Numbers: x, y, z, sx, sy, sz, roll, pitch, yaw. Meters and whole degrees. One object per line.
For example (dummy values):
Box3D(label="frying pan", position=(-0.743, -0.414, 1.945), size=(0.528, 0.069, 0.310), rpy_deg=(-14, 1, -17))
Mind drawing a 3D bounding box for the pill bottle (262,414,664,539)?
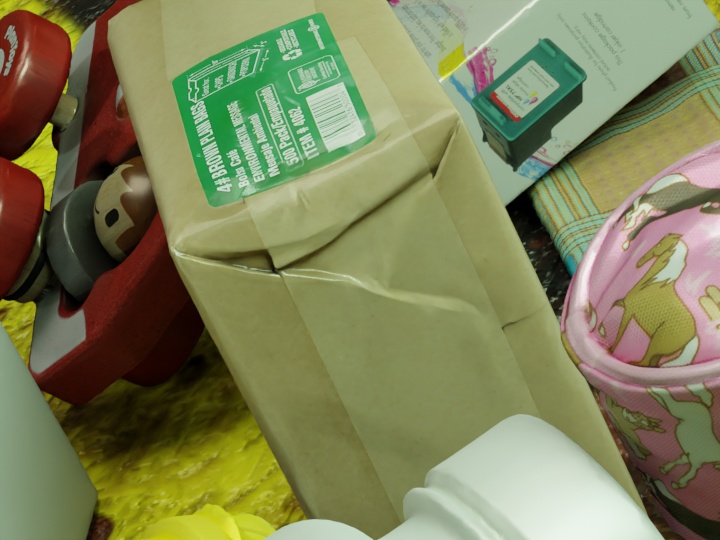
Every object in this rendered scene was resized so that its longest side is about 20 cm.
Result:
Box3D(label="pill bottle", position=(-0.012, 0.129, 0.605), size=(0.200, 0.114, 0.114), rpy_deg=(-35, 29, -15))

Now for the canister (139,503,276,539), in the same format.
Box3D(label="canister", position=(-0.128, 0.141, 0.686), size=(0.200, 0.149, 0.087), rpy_deg=(-3, 54, -33))

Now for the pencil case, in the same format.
Box3D(label="pencil case", position=(0.132, 0.058, 0.634), size=(0.086, 0.200, 0.083), rpy_deg=(-1, 48, 41))

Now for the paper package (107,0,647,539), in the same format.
Box3D(label="paper package", position=(0.000, 0.000, 0.851), size=(0.103, 0.191, 0.200), rpy_deg=(-26, 29, 2))

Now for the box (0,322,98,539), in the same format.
Box3D(label="box", position=(-0.202, 0.123, 0.904), size=(0.152, 0.106, 0.200), rpy_deg=(-17, 28, 17))

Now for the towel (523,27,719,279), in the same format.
Box3D(label="towel", position=(0.142, -0.046, 0.988), size=(0.146, 0.022, 0.200), rpy_deg=(-26, 27, 2))

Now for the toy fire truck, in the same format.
Box3D(label="toy fire truck", position=(-0.091, -0.052, 1.016), size=(0.168, 0.112, 0.200), rpy_deg=(-37, 38, 42))

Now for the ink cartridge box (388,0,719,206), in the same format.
Box3D(label="ink cartridge box", position=(0.044, -0.080, 1.051), size=(0.200, 0.067, 0.116), rpy_deg=(-40, 24, 4))
